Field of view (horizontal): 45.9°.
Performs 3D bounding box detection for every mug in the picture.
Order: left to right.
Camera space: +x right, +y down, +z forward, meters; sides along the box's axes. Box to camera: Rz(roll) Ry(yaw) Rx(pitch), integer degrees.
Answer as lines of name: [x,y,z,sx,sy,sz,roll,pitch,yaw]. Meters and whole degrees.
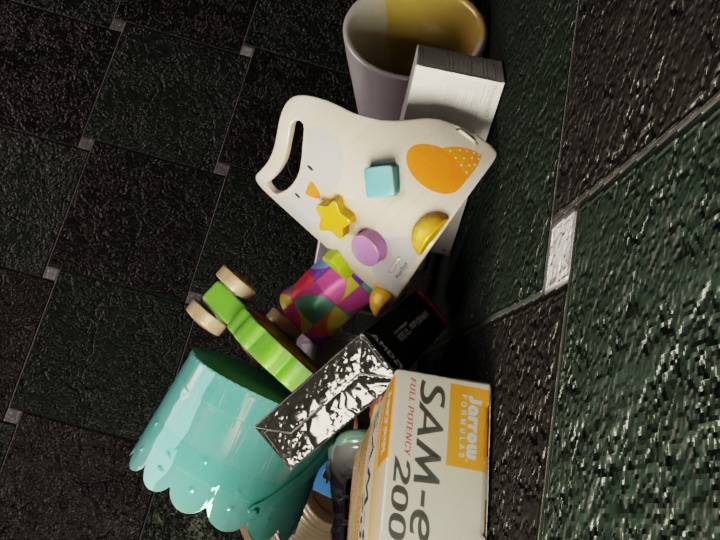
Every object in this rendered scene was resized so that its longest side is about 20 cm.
mug: [0.072,-0.215,0.944,0.149,0.186,0.153,59,163,30]

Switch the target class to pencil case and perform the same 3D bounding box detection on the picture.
pencil case: [0.000,0.000,0.960,0.200,0.088,0.088,-42,14,13]

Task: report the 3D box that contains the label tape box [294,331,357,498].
label tape box: [-0.057,0.178,1.068,0.143,0.066,0.200,162,118,-71]

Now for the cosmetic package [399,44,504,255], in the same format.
cosmetic package: [0.072,-0.111,0.825,0.051,0.082,0.200,-81,4,-51]

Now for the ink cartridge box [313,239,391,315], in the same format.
ink cartridge box: [0.001,-0.040,1.255,0.145,0.084,0.200,22,-103,-69]

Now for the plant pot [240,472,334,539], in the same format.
plant pot: [-0.067,0.317,1.181,0.093,0.201,0.201,-33,37,39]

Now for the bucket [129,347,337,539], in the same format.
bucket: [-0.129,0.181,0.913,0.135,0.207,0.207,-63,4,-1]

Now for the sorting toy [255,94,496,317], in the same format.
sorting toy: [-0.009,-0.068,0.778,0.107,0.180,0.200,-50,-7,-43]

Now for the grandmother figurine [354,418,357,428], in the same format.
grandmother figurine: [-0.007,0.174,1.214,0.121,0.061,0.200,-46,-28,-40]

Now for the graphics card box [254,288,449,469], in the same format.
graphics card box: [0.001,0.086,0.738,0.125,0.051,0.200,-41,-5,18]

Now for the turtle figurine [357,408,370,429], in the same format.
turtle figurine: [0.012,0.164,1.070,0.200,0.064,0.161,112,167,-71]

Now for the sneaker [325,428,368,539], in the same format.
sneaker: [0.005,0.269,0.855,0.140,0.078,0.200,-92,-2,-56]

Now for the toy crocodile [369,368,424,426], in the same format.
toy crocodile: [0.034,0.135,0.833,0.200,0.062,0.068,-118,43,-84]

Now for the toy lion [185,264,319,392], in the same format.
toy lion: [-0.083,0.090,0.906,0.069,0.192,0.200,-48,-31,-4]

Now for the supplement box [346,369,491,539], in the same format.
supplement box: [0.036,0.175,0.645,0.200,0.073,0.126,107,171,-57]

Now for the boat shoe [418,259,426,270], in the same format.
boat shoe: [0.048,-0.061,1.103,0.200,0.068,0.075,-92,13,-72]
